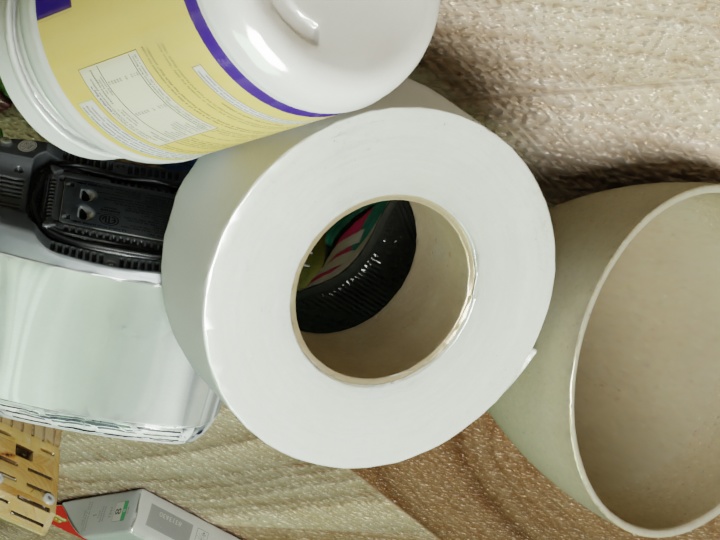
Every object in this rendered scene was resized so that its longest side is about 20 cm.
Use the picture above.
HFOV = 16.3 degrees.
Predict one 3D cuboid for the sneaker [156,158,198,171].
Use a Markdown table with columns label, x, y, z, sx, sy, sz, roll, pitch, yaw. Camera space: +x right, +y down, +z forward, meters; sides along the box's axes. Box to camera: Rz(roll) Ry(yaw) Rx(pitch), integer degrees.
| label | x | y | z | sx | sy | sz | roll | pitch | yaw |
| --- | --- | --- | --- | --- | --- | --- | --- | --- | --- |
| sneaker | -0.079 | -0.098 | 1.386 | 0.111 | 0.077 | 0.200 | 21 | 165 | -36 |

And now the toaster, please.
| label | x | y | z | sx | sy | sz | roll | pitch | yaw |
| --- | --- | --- | --- | --- | --- | --- | --- | --- | --- |
| toaster | -0.136 | 0.014 | 1.395 | 0.199 | 0.114 | 0.130 | 9 | 123 | -9 |

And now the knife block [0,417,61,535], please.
| label | x | y | z | sx | sy | sz | roll | pitch | yaw |
| --- | --- | --- | --- | --- | --- | --- | --- | --- | --- |
| knife block | -0.310 | 0.169 | 2.028 | 0.064 | 0.200 | 0.176 | 26 | 125 | -24 |

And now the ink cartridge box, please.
| label | x | y | z | sx | sy | sz | roll | pitch | yaw |
| --- | --- | --- | --- | --- | --- | --- | --- | --- | --- |
| ink cartridge box | -0.202 | 0.260 | 2.317 | 0.161 | 0.050 | 0.200 | 31 | 150 | -32 |

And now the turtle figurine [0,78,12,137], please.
| label | x | y | z | sx | sy | sz | roll | pitch | yaw |
| --- | --- | --- | --- | --- | --- | --- | --- | --- | --- |
| turtle figurine | -0.211 | -0.047 | 1.481 | 0.144 | 0.194 | 0.200 | -37 | 92 | 16 |

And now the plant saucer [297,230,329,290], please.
| label | x | y | z | sx | sy | sz | roll | pitch | yaw |
| --- | --- | --- | --- | --- | --- | --- | --- | --- | --- |
| plant saucer | -0.111 | 0.034 | 1.551 | 0.200 | 0.049 | 0.200 | -33 | 158 | 19 |

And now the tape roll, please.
| label | x | y | z | sx | sy | sz | roll | pitch | yaw |
| --- | --- | --- | --- | --- | --- | --- | --- | --- | --- |
| tape roll | 0.000 | 0.000 | 1.321 | 0.202 | 0.203 | 0.071 | 30 | -175 | -31 |

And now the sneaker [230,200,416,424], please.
| label | x | y | z | sx | sy | sz | roll | pitch | yaw |
| --- | --- | --- | --- | --- | --- | --- | --- | --- | --- |
| sneaker | -0.007 | 0.020 | 1.497 | 0.084 | 0.200 | 0.121 | 45 | 169 | 1 |

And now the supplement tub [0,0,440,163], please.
| label | x | y | z | sx | sy | sz | roll | pitch | yaw |
| --- | --- | --- | --- | --- | --- | --- | --- | --- | --- |
| supplement tub | -0.075 | -0.131 | 1.222 | 0.145 | 0.146 | 0.200 | 32 | 152 | -33 |

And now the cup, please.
| label | x | y | z | sx | sy | sz | roll | pitch | yaw |
| --- | --- | --- | --- | --- | --- | --- | --- | --- | --- |
| cup | 0.138 | 0.037 | 1.442 | 0.143 | 0.201 | 0.200 | 17 | 164 | 45 |
